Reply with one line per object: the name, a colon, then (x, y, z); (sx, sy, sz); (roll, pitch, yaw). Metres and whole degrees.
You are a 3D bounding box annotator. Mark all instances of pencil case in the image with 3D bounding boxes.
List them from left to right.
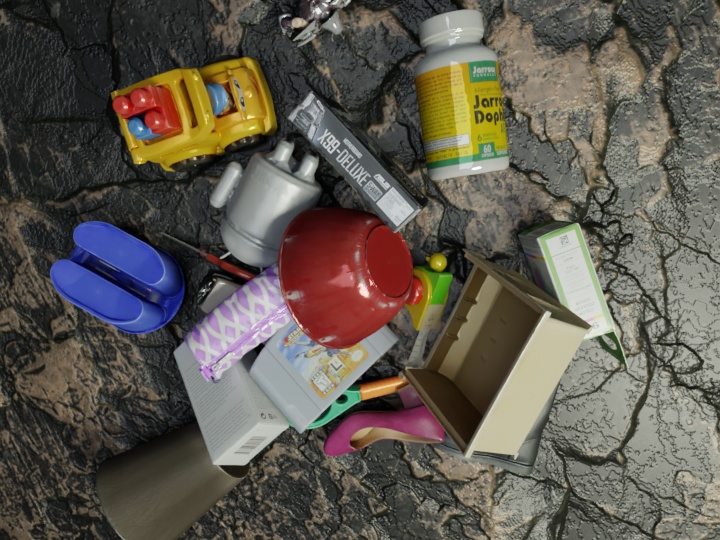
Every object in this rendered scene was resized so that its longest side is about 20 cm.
pencil case: (-0.152, 0.066, 0.831); (0.200, 0.085, 0.084); (-41, 116, -5)

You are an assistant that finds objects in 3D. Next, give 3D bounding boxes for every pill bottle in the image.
pill bottle: (0.131, -0.227, 0.791); (0.112, 0.113, 0.202); (-7, 98, 12)

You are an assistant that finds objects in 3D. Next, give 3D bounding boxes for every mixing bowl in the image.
mixing bowl: (0.000, 0.000, 0.796); (0.108, 0.199, 0.202); (-13, 98, 41)

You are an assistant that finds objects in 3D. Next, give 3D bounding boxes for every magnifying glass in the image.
magnifying glass: (-0.021, 0.190, 0.902); (0.198, 0.022, 0.080); (-13, 119, -9)

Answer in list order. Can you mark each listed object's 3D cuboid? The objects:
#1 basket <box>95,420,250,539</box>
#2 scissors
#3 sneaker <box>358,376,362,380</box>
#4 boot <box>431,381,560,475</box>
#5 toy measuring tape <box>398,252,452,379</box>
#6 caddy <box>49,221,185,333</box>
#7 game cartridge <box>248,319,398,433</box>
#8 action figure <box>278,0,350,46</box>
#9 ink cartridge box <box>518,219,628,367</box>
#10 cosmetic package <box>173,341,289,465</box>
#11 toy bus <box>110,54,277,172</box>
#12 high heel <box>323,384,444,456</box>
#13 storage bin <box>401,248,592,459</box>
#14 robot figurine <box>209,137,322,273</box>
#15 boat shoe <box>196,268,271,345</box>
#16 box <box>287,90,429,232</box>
basket: (-0.290, 0.329, 0.960); (0.199, 0.136, 0.181); (-34, 96, 11)
scissors: (-0.234, -0.024, 0.918); (0.199, 0.073, 0.014); (26, 91, 7)
sneaker: (-0.093, 0.201, 0.929); (0.200, 0.074, 0.088); (-41, 95, 14)
boot: (0.201, 0.180, 0.870); (0.163, 0.066, 0.202); (13, 104, 1)
toy measuring tape: (0.082, 0.062, 0.879); (0.073, 0.074, 0.202); (19, 114, 7)
caddy: (-0.376, 0.012, 0.936); (0.199, 0.105, 0.142); (28, 81, 5)
game cartridge: (-0.057, 0.118, 0.871); (0.200, 0.042, 0.133); (-42, 87, -18)
action figure: (-0.084, -0.404, 0.828); (0.130, 0.069, 0.200); (-39, 94, 7)
ink cartridge box: (0.285, 0.035, 0.807); (0.059, 0.104, 0.202); (-22, 95, 5)
cosmetic package: (-0.198, 0.176, 0.895); (0.101, 0.071, 0.201); (-41, 57, 15)
toy bus: (-0.239, -0.223, 0.823); (0.198, 0.192, 0.137); (-16, 95, 11)
high heel: (0.030, 0.252, 0.892); (0.199, 0.067, 0.097); (-38, 48, 19)
storage bin: (0.164, 0.102, 0.784); (0.093, 0.199, 0.201); (16, 107, -30)
robot figurine: (-0.130, -0.089, 0.864); (0.168, 0.113, 0.201); (27, 104, -7)
boat shoe: (-0.162, 0.060, 0.924); (0.199, 0.093, 0.075); (34, 93, -25)
box: (0.006, -0.145, 0.806); (0.050, 0.158, 0.200); (-43, 89, 15)
